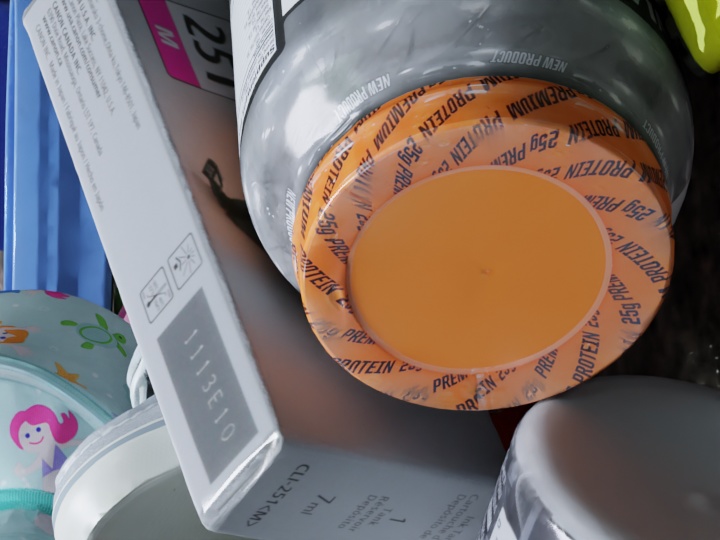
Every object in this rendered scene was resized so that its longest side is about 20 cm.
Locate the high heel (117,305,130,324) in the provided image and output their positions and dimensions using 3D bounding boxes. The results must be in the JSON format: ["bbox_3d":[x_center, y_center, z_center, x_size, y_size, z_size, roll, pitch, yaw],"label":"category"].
[{"bbox_3d":[-0.077,-0.014,0.915,0.200,0.096,0.067,-54,-9,1],"label":"high heel"}]

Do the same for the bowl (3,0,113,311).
[{"bbox_3d":[-0.121,-0.024,1.024,0.201,0.039,0.202,-179,90,-81],"label":"bowl"}]

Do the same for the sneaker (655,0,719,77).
[{"bbox_3d":[0.105,-0.140,0.679,0.085,0.078,0.201,-45,60,43],"label":"sneaker"}]

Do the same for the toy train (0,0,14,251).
[{"bbox_3d":[-0.154,-0.120,1.147,0.116,0.084,0.201,-110,32,-56],"label":"toy train"}]

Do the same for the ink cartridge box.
[{"bbox_3d":[0.000,0.000,0.771,0.044,0.173,0.201,-47,47,29],"label":"ink cartridge box"}]

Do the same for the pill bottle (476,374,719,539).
[{"bbox_3d":[0.065,0.137,0.705,0.106,0.106,0.201,54,136,47],"label":"pill bottle"}]

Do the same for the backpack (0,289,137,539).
[{"bbox_3d":[-0.109,0.116,0.839,0.177,0.151,0.201,-31,99,18],"label":"backpack"}]

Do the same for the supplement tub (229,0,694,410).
[{"bbox_3d":[0.024,-0.063,0.714,0.201,0.122,0.123,-97,25,-49],"label":"supplement tub"}]

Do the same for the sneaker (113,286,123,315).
[{"bbox_3d":[-0.053,0.093,0.975,0.084,0.076,0.201,116,149,-67],"label":"sneaker"}]

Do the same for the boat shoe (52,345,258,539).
[{"bbox_3d":[-0.036,0.043,0.789,0.072,0.200,0.070,44,120,20],"label":"boat shoe"}]
